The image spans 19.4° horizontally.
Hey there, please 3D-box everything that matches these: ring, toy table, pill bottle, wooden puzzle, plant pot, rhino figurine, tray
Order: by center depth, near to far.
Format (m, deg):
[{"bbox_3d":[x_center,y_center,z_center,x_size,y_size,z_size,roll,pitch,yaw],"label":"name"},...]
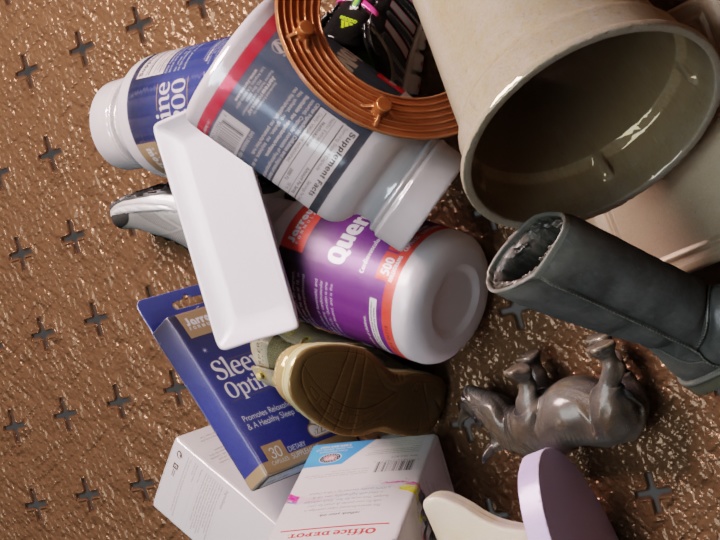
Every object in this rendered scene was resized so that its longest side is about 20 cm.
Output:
[{"bbox_3d":[0.131,-0.163,1.513,0.200,0.200,0.184,-55,46,35],"label":"plant pot"},{"bbox_3d":[0.233,-0.092,1.572,0.200,0.037,0.185,-24,84,37],"label":"wooden puzzle"},{"bbox_3d":[0.033,-0.192,1.611,0.200,0.200,0.019,59,153,12],"label":"ring"},{"bbox_3d":[-0.023,-0.109,1.632,0.200,0.120,0.120,36,125,0],"label":"pill bottle"},{"bbox_3d":[0.136,0.250,1.654,0.117,0.184,0.200,-22,81,26],"label":"toy table"},{"bbox_3d":[0.147,0.109,1.675,0.200,0.060,0.087,-18,99,45],"label":"rhino figurine"},{"bbox_3d":[-0.106,-0.040,1.732,0.107,0.022,0.200,-18,88,46],"label":"tray"},{"bbox_3d":[0.000,0.000,1.738,0.200,0.112,0.113,18,112,36],"label":"pill bottle"},{"bbox_3d":[-0.140,-0.140,1.822,0.200,0.111,0.111,-7,96,41],"label":"pill bottle"}]

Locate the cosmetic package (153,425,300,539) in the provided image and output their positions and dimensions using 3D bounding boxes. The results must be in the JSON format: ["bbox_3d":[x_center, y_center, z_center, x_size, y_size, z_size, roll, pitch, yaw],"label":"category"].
[{"bbox_3d":[-0.073,0.220,1.859,0.200,0.108,0.085,39,123,29],"label":"cosmetic package"}]

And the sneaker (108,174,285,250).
[{"bbox_3d":[-0.148,-0.042,1.883,0.200,0.074,0.079,2,107,40],"label":"sneaker"}]

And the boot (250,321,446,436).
[{"bbox_3d":[-0.042,0.081,1.743,0.155,0.200,0.073,20,95,38],"label":"boot"}]

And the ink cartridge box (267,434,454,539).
[{"bbox_3d":[-0.003,0.217,1.713,0.115,0.200,0.068,-7,115,19],"label":"ink cartridge box"}]

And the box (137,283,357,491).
[{"bbox_3d":[-0.100,0.089,1.839,0.200,0.121,0.032,55,130,16],"label":"box"}]

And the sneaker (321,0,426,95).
[{"bbox_3d":[0.010,-0.210,1.694,0.074,0.087,0.200,22,114,35],"label":"sneaker"}]

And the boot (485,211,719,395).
[{"bbox_3d":[0.218,0.006,1.506,0.200,0.073,0.182,33,131,-21],"label":"boot"}]
